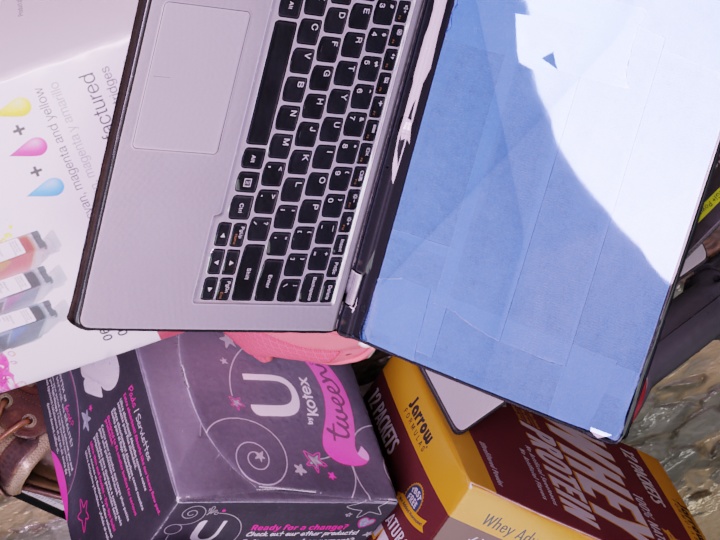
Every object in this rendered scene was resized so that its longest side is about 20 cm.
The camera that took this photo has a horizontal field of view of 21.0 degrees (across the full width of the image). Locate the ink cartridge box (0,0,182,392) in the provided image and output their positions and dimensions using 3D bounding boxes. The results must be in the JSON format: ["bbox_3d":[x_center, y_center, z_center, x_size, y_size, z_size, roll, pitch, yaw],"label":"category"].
[{"bbox_3d":[-0.165,-0.045,0.823,0.198,0.145,0.146,-18,127,0],"label":"ink cartridge box"}]

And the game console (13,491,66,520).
[{"bbox_3d":[-0.140,0.099,1.192,0.176,0.031,0.200,-26,146,20],"label":"game console"}]

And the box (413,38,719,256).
[{"bbox_3d":[0.126,-0.102,0.842,0.200,0.160,0.044,-42,174,-24],"label":"box"}]

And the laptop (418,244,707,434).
[{"bbox_3d":[0.094,-0.054,0.955,0.186,0.201,0.116,-32,-172,-25],"label":"laptop"}]

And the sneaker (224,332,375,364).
[{"bbox_3d":[0.000,0.000,0.894,0.199,0.074,0.087,-9,125,44],"label":"sneaker"}]

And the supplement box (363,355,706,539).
[{"bbox_3d":[0.061,0.184,1.068,0.196,0.133,0.201,26,110,-27],"label":"supplement box"}]

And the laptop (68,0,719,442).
[{"bbox_3d":[0.019,-0.042,0.734,0.198,0.116,0.189,2,112,-36],"label":"laptop"}]

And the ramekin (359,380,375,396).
[{"bbox_3d":[-0.012,0.161,1.222,0.199,0.106,0.200,-28,163,-9],"label":"ramekin"}]

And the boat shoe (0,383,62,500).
[{"bbox_3d":[-0.185,0.086,1.061,0.199,0.072,0.072,29,106,-26],"label":"boat shoe"}]

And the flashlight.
[{"bbox_3d":[0.178,0.053,1.195,0.199,0.067,0.069,-32,123,-35],"label":"flashlight"}]

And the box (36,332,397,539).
[{"bbox_3d":[-0.082,0.062,1.003,0.131,0.201,0.115,4,142,-32],"label":"box"}]
